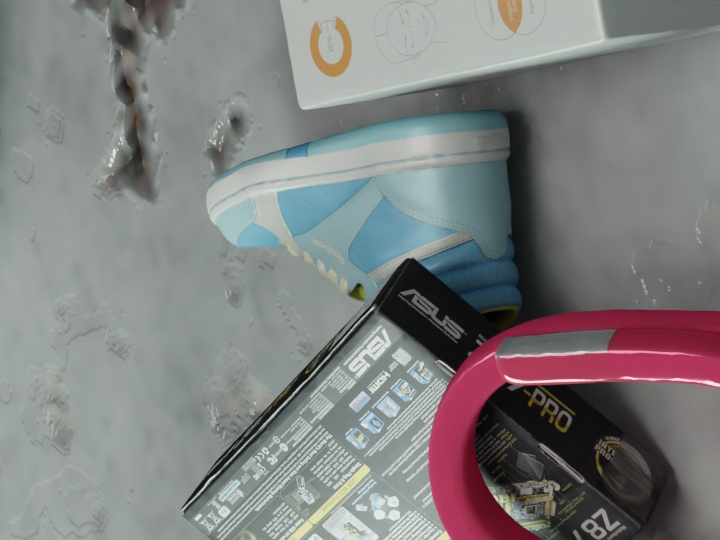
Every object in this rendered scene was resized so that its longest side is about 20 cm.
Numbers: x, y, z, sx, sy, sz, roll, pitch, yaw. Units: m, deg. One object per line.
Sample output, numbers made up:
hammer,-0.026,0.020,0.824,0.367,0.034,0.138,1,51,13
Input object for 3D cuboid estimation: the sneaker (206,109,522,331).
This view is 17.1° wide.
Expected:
sneaker,0.000,0.000,1.180,0.199,0.079,0.132,-12,87,50

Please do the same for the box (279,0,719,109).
box,0.059,-0.151,1.067,0.199,0.097,0.126,-7,93,48

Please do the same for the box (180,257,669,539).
box,0.026,0.107,1.140,0.161,0.049,0.200,40,133,-2

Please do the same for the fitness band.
fitness band,0.123,0.086,1.026,0.198,0.037,0.145,-1,119,24
